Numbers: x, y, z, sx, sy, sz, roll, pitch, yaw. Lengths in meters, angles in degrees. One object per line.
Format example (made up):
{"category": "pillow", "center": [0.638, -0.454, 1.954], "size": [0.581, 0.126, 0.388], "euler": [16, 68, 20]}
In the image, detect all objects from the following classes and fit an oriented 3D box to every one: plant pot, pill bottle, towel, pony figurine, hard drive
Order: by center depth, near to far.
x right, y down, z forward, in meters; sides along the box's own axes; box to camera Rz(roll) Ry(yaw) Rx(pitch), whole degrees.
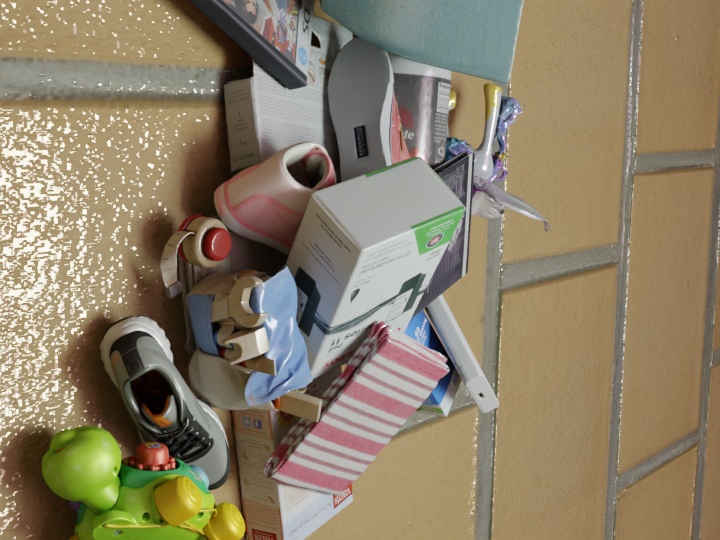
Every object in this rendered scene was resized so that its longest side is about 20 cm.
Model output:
{"category": "plant pot", "center": [0.060, -0.319, 1.363], "size": [0.197, 0.198, 0.198], "euler": [-92, -172, -66]}
{"category": "towel", "center": [-0.117, 0.003, 1.370], "size": [0.200, 0.034, 0.134], "euler": [-27, 119, -55]}
{"category": "towel", "center": [-0.003, 0.149, 1.399], "size": [0.200, 0.030, 0.146], "euler": [-50, 146, 7]}
{"category": "pill bottle", "center": [0.046, -0.185, 1.525], "size": [0.110, 0.110, 0.202], "euler": [-1, 96, -58]}
{"category": "hard drive", "center": [0.101, 0.063, 1.596], "size": [0.201, 0.027, 0.132], "euler": [64, 4, 25]}
{"category": "pony figurine", "center": [0.139, -0.129, 1.676], "size": [0.191, 0.166, 0.202], "euler": [14, 86, -25]}

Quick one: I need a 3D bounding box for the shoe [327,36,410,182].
{"category": "shoe", "center": [0.014, -0.143, 1.437], "size": [0.091, 0.071, 0.202], "euler": [40, 44, -66]}

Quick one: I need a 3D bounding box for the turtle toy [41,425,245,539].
{"category": "turtle toy", "center": [-0.203, 0.205, 1.186], "size": [0.200, 0.145, 0.102], "euler": [47, 17, -51]}

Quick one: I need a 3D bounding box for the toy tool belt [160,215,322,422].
{"category": "toy tool belt", "center": [-0.097, 0.046, 1.259], "size": [0.125, 0.122, 0.202], "euler": [-35, 123, -42]}

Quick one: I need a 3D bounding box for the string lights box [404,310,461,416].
{"category": "string lights box", "center": [0.034, 0.085, 1.559], "size": [0.201, 0.102, 0.059], "euler": [58, 47, -44]}

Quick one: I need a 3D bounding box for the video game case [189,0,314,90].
{"category": "video game case", "center": [-0.103, -0.303, 1.309], "size": [0.200, 0.025, 0.183], "euler": [36, 53, -53]}

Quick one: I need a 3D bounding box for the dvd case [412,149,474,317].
{"category": "dvd case", "center": [0.084, -0.041, 1.497], "size": [0.200, 0.016, 0.150], "euler": [-34, 130, -60]}

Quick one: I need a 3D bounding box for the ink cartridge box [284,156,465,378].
{"category": "ink cartridge box", "center": [0.000, 0.000, 1.337], "size": [0.146, 0.083, 0.201], "euler": [-23, 151, -37]}

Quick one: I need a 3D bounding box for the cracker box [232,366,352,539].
{"category": "cracker box", "center": [-0.073, 0.182, 1.448], "size": [0.134, 0.057, 0.202], "euler": [-27, 117, -53]}

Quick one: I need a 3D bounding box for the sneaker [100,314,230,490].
{"category": "sneaker", "center": [-0.177, 0.137, 1.234], "size": [0.073, 0.079, 0.201], "euler": [-28, 125, -2]}

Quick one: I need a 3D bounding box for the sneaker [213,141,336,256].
{"category": "sneaker", "center": [-0.044, -0.067, 1.338], "size": [0.199, 0.104, 0.076], "euler": [16, 48, -52]}

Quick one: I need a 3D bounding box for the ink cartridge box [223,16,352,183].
{"category": "ink cartridge box", "center": [-0.069, -0.181, 1.408], "size": [0.199, 0.043, 0.176], "euler": [4, 78, -58]}
